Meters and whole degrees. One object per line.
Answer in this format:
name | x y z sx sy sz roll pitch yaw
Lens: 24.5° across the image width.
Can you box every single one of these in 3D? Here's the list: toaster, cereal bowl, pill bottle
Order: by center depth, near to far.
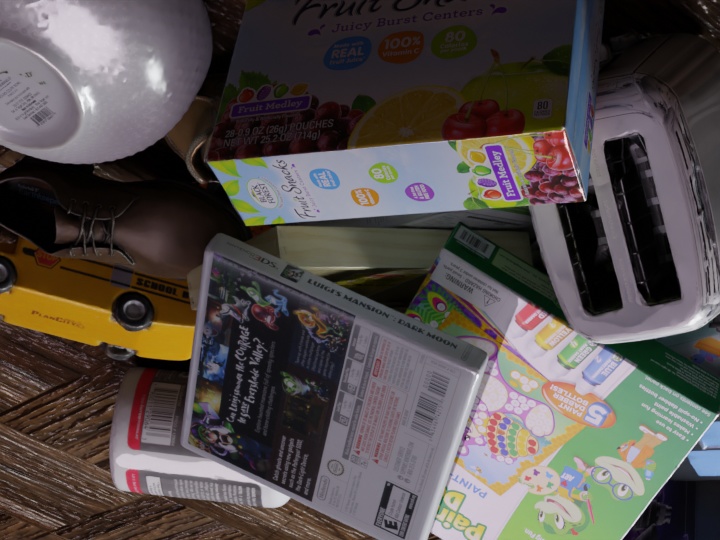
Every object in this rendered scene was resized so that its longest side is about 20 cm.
toaster | 0.167 -0.039 0.975 0.113 0.200 0.129 -9 -170 29
cereal bowl | -0.195 -0.134 0.994 0.200 0.083 0.200 13 141 10
pill bottle | -0.111 0.148 1.445 0.200 0.111 0.111 6 149 4

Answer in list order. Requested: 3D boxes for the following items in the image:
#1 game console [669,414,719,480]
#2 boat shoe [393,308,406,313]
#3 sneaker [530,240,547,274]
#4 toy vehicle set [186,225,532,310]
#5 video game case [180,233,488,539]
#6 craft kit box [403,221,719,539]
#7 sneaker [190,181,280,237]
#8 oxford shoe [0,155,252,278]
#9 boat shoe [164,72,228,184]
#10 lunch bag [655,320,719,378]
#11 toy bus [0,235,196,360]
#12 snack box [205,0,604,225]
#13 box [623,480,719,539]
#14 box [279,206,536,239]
game console | 0.277 0.113 1.119 0.200 0.031 0.177 -5 163 19
boat shoe | 0.038 0.072 1.327 0.200 0.065 0.072 5 150 4
sneaker | 0.145 0.012 1.181 0.086 0.075 0.200 3 154 -1
toy vehicle set | 0.000 0.000 1.107 0.200 0.027 0.124 0 167 -34
video game case | -0.024 0.083 1.049 0.182 0.023 0.200 24 138 10
craft kit box | 0.098 0.099 1.072 0.200 0.049 0.198 31 125 3
sneaker | -0.047 -0.006 1.209 0.200 0.078 0.112 30 144 -32
oxford shoe | -0.171 -0.027 1.146 0.200 0.084 0.073 11 110 18
boat shoe | -0.078 -0.079 1.027 0.076 0.072 0.200 -16 -159 -35
lunch bag | 0.293 0.037 1.125 0.170 0.122 0.200 -14 162 32
toy bus | -0.213 0.013 1.278 0.200 0.078 0.065 16 149 -12
snack box | 0.030 -0.115 0.923 0.200 0.169 0.068 -2 144 19
box | 0.267 0.174 1.310 0.079 0.200 0.141 17 147 -13
box | 0.066 -0.040 1.114 0.200 0.036 0.144 -15 167 36
